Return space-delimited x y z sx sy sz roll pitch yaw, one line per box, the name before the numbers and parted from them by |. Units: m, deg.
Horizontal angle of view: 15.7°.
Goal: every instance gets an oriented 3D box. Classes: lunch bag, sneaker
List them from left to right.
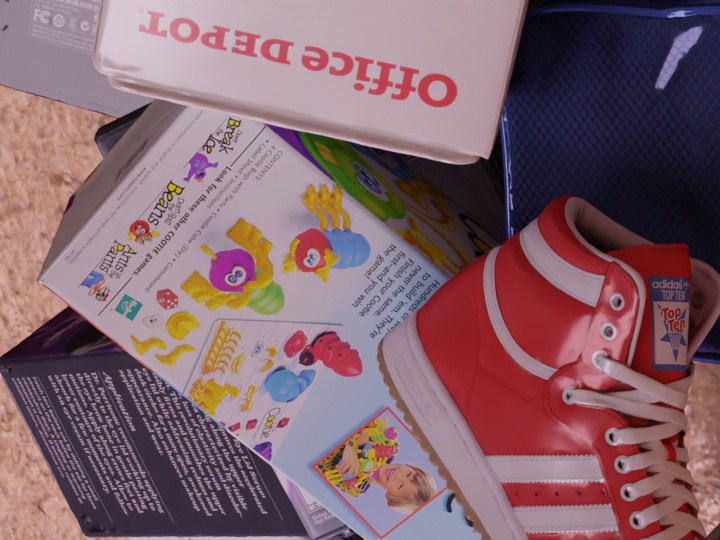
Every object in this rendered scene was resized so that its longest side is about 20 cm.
sneaker | 0.098 0.066 0.889 0.112 0.071 0.200 -45 68 24
lunch bag | 0.165 -0.042 0.957 0.200 0.132 0.136 8 106 40

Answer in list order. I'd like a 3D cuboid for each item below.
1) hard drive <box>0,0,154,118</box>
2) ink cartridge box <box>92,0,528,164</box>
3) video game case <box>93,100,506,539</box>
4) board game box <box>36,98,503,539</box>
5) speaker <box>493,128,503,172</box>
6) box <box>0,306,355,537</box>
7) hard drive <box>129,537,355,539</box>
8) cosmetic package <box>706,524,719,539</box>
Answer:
hard drive | -0.091 -0.165 1.112 0.139 0.033 0.200 17 109 19
ink cartridge box | -0.003 -0.154 0.896 0.145 0.083 0.200 13 111 4
video game case | 0.000 0.000 1.070 0.143 0.019 0.200 -25 108 9
board game box | -0.010 0.013 1.010 0.200 0.103 0.105 40 105 -12
speaker | 0.043 -0.055 1.103 0.088 0.088 0.200 -4 116 46
box | -0.045 0.045 1.221 0.200 0.148 0.104 -8 113 46
hard drive | -0.058 0.154 1.386 0.200 0.025 0.132 36 141 38
cosmetic package | 0.217 0.190 1.097 0.200 0.105 0.071 34 139 24
